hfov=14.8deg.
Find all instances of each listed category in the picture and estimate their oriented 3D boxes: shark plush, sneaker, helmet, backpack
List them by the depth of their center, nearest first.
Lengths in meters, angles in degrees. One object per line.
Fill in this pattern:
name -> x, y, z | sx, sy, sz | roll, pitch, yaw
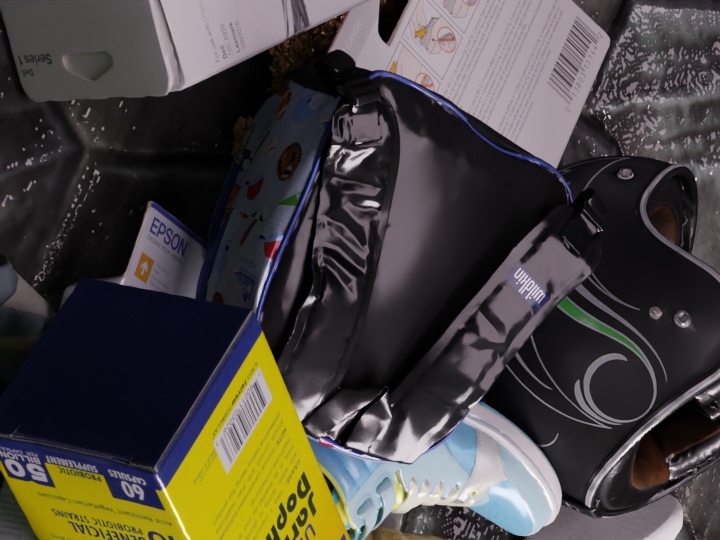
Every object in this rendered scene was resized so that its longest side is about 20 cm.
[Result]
shark plush -> -0.208, 0.038, 1.492 | 0.083, 0.091, 0.200 | -49, 145, -7
backpack -> 0.000, 0.000, 1.493 | 0.199, 0.154, 0.191 | 29, 80, -27
sneaker -> 0.023, 0.127, 1.617 | 0.200, 0.079, 0.131 | 38, 58, -21
helmet -> 0.149, 0.032, 1.708 | 0.199, 0.200, 0.191 | -14, 58, -41
sneaker -> 0.132, 0.214, 1.790 | 0.200, 0.075, 0.089 | -31, 124, -31

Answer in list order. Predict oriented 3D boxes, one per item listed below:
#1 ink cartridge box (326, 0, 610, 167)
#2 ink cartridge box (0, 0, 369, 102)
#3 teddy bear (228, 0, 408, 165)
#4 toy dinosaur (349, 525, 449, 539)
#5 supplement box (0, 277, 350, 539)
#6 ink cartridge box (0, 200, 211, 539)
ink cartridge box -> 0.050, -0.115, 1.647 | 0.176, 0.045, 0.201 | 42, 54, -25
ink cartridge box -> -0.081, -0.166, 1.520 | 0.200, 0.146, 0.085 | -29, 109, -39
teddy bear -> -0.015, -0.100, 1.648 | 0.145, 0.066, 0.201 | 42, 57, -45
toy dinosaur -> 0.014, 0.170, 1.652 | 0.199, 0.101, 0.059 | 2, 116, -37
supplement box -> -0.094, 0.117, 1.425 | 0.110, 0.108, 0.201 | -59, 144, -33
ink cartridge box -> -0.114, 0.087, 1.532 | 0.196, 0.043, 0.201 | 41, 61, -56
